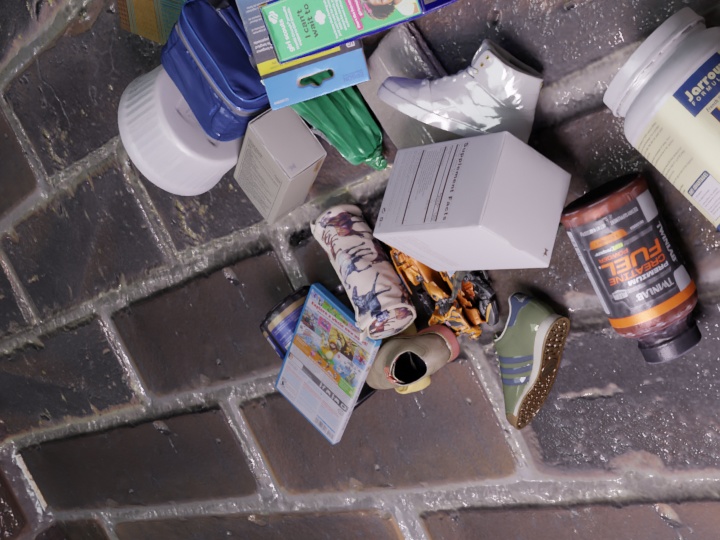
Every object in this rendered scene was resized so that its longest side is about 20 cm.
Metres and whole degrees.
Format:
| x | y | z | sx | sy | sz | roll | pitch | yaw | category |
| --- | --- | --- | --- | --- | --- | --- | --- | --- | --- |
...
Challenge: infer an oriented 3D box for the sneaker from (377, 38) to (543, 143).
| x | y | z | sx | sy | sz | roll | pitch | yaw | category |
| --- | --- | --- | --- | --- | --- | --- | --- | --- | --- |
| 0.122 | -0.226 | 1.290 | 0.197 | 0.074 | 0.117 | 22 | 113 | 15 | sneaker |

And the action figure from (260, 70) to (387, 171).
| x | y | z | sx | sy | sz | roll | pitch | yaw | category |
| --- | --- | --- | --- | --- | --- | --- | --- | --- | --- |
| -0.033 | -0.215 | 1.481 | 0.201 | 0.118 | 0.055 | 49 | 165 | -1 | action figure |

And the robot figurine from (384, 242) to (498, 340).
| x | y | z | sx | sy | sz | roll | pitch | yaw | category |
| --- | --- | --- | --- | --- | --- | --- | --- | --- | --- |
| 0.108 | 0.011 | 1.490 | 0.144 | 0.058 | 0.202 | -26 | 94 | 54 | robot figurine |

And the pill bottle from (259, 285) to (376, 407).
| x | y | z | sx | sy | sz | roll | pitch | yaw | category |
| --- | --- | --- | --- | --- | --- | --- | --- | --- | --- |
| -0.063 | 0.134 | 1.718 | 0.201 | 0.111 | 0.112 | 52 | 141 | 8 | pill bottle |

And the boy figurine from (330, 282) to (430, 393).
| x | y | z | sx | sy | sz | roll | pitch | yaw | category |
| --- | --- | --- | --- | --- | --- | --- | --- | --- | --- |
| 0.034 | 0.096 | 1.626 | 0.124 | 0.064 | 0.202 | -32 | 87 | 46 | boy figurine |

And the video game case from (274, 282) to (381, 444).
| x | y | z | sx | sy | sz | roll | pitch | yaw | category |
| --- | --- | --- | --- | --- | --- | --- | --- | --- | --- |
| -0.052 | 0.141 | 1.619 | 0.143 | 0.018 | 0.202 | 40 | 125 | 29 | video game case |

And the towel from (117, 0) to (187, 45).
| x | y | z | sx | sy | sz | roll | pitch | yaw | category |
| --- | --- | --- | --- | --- | --- | --- | --- | --- | --- |
| -0.327 | -0.432 | 1.711 | 0.198 | 0.022 | 0.149 | 27 | 131 | 37 | towel |

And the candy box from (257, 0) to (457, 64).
| x | y | z | sx | sy | sz | roll | pitch | yaw | category |
| --- | --- | --- | --- | --- | --- | --- | --- | --- | --- |
| 0.009 | -0.314 | 1.255 | 0.197 | 0.169 | 0.078 | -14 | 103 | 30 | candy box |

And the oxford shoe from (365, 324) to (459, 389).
| x | y | z | sx | sy | sz | roll | pitch | yaw | category |
| --- | --- | --- | --- | --- | --- | --- | --- | --- | --- |
| 0.054 | 0.132 | 1.526 | 0.071 | 0.074 | 0.199 | 56 | 141 | 1 | oxford shoe |

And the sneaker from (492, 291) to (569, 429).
| x | y | z | sx | sy | sz | roll | pitch | yaw | category |
| --- | --- | --- | --- | --- | --- | --- | --- | --- | --- |
| 0.215 | 0.114 | 1.443 | 0.090 | 0.066 | 0.203 | 41 | 139 | 32 | sneaker |

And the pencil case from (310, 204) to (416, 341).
| x | y | z | sx | sy | sz | roll | pitch | yaw | category |
| --- | --- | --- | --- | --- | --- | --- | --- | --- | --- |
| 0.000 | 0.000 | 1.547 | 0.202 | 0.088 | 0.078 | 62 | 154 | 25 | pencil case |

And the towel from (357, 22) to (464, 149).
| x | y | z | sx | sy | sz | roll | pitch | yaw | category |
| --- | --- | --- | --- | --- | --- | --- | --- | --- | --- |
| 0.077 | -0.212 | 1.399 | 0.202 | 0.034 | 0.132 | 58 | 141 | 3 | towel |

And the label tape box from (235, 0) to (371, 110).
| x | y | z | sx | sy | sz | roll | pitch | yaw | category |
| --- | --- | --- | --- | --- | --- | --- | --- | --- | --- |
| -0.078 | -0.330 | 1.406 | 0.142 | 0.063 | 0.203 | -15 | 107 | 8 | label tape box |

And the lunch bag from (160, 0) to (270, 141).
| x | y | z | sx | sy | sz | roll | pitch | yaw | category |
| --- | --- | --- | --- | --- | --- | --- | --- | --- | --- |
| -0.187 | -0.306 | 1.544 | 0.201 | 0.135 | 0.132 | 55 | 141 | 6 | lunch bag |

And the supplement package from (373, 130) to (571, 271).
| x | y | z | sx | sy | sz | roll | pitch | yaw | category |
| --- | --- | --- | --- | --- | --- | --- | --- | --- | --- |
| 0.131 | -0.078 | 1.288 | 0.120 | 0.122 | 0.199 | 27 | 164 | -33 | supplement package |

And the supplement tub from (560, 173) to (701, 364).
| x | y | z | sx | sy | sz | roll | pitch | yaw | category |
| --- | --- | --- | --- | --- | --- | --- | --- | --- | --- |
| 0.313 | 0.001 | 1.221 | 0.106 | 0.106 | 0.202 | -21 | 98 | 51 | supplement tub |

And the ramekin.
| x | y | z | sx | sy | sz | roll | pitch | yaw | category |
| --- | --- | --- | --- | --- | --- | --- | --- | --- | --- |
| -0.258 | -0.226 | 1.633 | 0.097 | 0.200 | 0.203 | -25 | 96 | 44 | ramekin |

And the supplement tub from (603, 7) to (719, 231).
| x | y | z | sx | sy | sz | roll | pitch | yaw | category |
| --- | --- | --- | --- | --- | --- | --- | --- | --- | --- |
| 0.350 | -0.142 | 1.053 | 0.200 | 0.144 | 0.146 | 47 | 141 | 14 | supplement tub |

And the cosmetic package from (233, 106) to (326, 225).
| x | y | z | sx | sy | sz | roll | pitch | yaw | category |
| --- | --- | --- | --- | --- | --- | --- | --- | --- | --- |
| -0.121 | -0.154 | 1.577 | 0.106 | 0.071 | 0.200 | 53 | 160 | 4 | cosmetic package |

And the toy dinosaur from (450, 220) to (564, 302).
| x | y | z | sx | sy | sz | roll | pitch | yaw | category |
| --- | --- | --- | --- | --- | --- | --- | --- | --- | --- |
| 0.174 | -0.045 | 1.373 | 0.199 | 0.047 | 0.089 | -34 | 55 | 37 | toy dinosaur |
